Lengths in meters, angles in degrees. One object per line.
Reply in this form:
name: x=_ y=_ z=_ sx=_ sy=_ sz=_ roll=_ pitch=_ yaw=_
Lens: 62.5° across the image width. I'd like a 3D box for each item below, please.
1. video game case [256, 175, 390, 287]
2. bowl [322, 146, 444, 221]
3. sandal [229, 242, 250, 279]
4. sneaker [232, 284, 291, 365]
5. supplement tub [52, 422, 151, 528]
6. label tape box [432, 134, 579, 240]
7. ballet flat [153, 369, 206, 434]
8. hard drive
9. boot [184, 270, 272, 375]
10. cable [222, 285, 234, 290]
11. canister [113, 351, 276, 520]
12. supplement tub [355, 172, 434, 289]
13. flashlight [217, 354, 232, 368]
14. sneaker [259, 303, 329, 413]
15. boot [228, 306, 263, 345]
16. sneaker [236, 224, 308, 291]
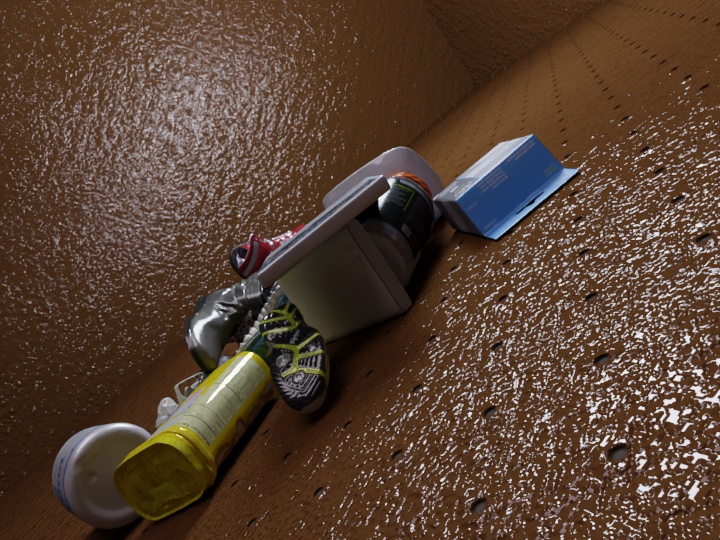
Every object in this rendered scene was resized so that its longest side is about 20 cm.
video game case: x=-0.052 y=-0.059 z=0.802 sx=0.198 sy=0.024 sz=0.182 roll=-38 pitch=9 yaw=1
bowl: x=0.052 y=-0.110 z=1.064 sx=0.197 sy=0.076 sz=0.198 roll=-31 pitch=-33 yaw=21
sandal: x=-0.177 y=-0.008 z=1.196 sx=0.196 sy=0.079 sz=0.042 roll=5 pitch=-20 yaw=-41
sneaker: x=-0.135 y=0.120 z=0.921 sx=0.204 sy=0.088 sz=0.078 roll=-59 pitch=-4 yaw=5
supplement tub: x=-0.370 y=0.293 z=0.862 sx=0.132 sy=0.133 sz=0.198 roll=-44 pitch=11 yaw=-35
label tape box: x=0.194 y=-0.120 z=0.833 sx=0.143 sy=0.064 sz=0.200 roll=-39 pitch=10 yaw=-1
ballet flat: x=-0.327 y=0.248 z=1.085 sx=0.072 sy=0.074 sz=0.201 roll=-29 pitch=14 yaw=39
hard drive: x=-0.032 y=0.024 z=0.819 sx=0.026 sy=0.134 sz=0.198 roll=-42 pitch=10 yaw=-39
boot: x=-0.203 y=0.068 z=0.940 sx=0.128 sy=0.069 sz=0.201 roll=-27 pitch=27 yaw=5
cable: x=-0.230 y=0.073 z=1.236 sx=0.160 sy=0.052 sz=0.197 roll=-27 pitch=-26 yaw=33
canister: x=-0.207 y=0.208 z=0.780 sx=0.147 sy=0.087 sz=0.201 roll=-34 pitch=9 yaw=31
supplement tub: x=0.043 y=-0.058 z=0.892 sx=0.121 sy=0.123 sz=0.202 roll=-29 pitch=19 yaw=37
flashlight: x=-0.203 y=0.154 z=1.050 sx=0.197 sy=0.069 sz=0.068 roll=-29 pitch=14 yaw=40
sneaker: x=-0.071 y=0.113 z=0.734 sx=0.074 sy=0.078 sz=0.201 roll=-29 pitch=27 yaw=-2
boot: x=-0.217 y=0.108 z=1.120 sx=0.197 sy=0.076 sz=0.148 roll=-21 pitch=-14 yaw=42
sneaker: x=-0.166 y=-0.045 z=1.141 sx=0.071 sy=0.111 sz=0.203 roll=-45 pitch=15 yaw=41
